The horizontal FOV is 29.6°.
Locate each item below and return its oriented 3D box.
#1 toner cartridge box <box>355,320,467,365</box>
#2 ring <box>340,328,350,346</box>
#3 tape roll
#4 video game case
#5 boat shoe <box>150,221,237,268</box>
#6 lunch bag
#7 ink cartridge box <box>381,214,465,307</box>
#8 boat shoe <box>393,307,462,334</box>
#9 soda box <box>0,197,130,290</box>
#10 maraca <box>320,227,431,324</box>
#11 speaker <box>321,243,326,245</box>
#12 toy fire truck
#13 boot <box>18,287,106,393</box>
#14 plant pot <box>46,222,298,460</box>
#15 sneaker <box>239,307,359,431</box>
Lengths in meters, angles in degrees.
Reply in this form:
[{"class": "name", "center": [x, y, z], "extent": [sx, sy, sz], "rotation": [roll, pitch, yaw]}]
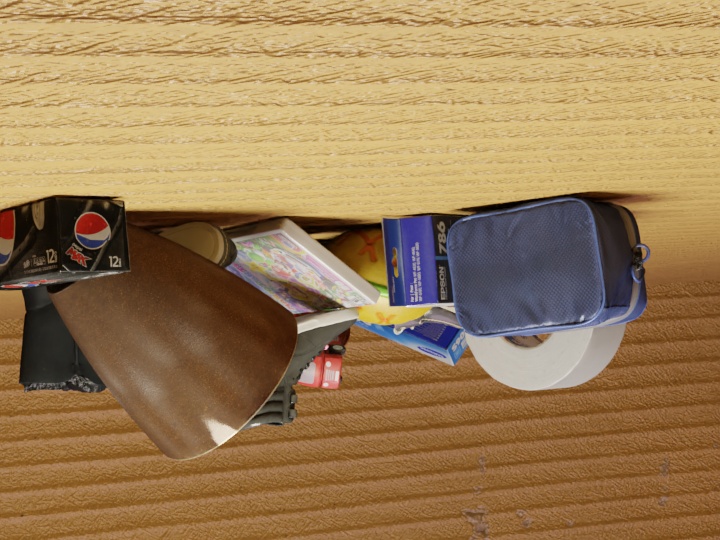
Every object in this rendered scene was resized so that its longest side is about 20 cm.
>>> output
[{"class": "toner cartridge box", "center": [0.059, 0.044, 1.772], "extent": [0.200, 0.095, 0.043], "rotation": [22, 156, 31]}, {"class": "ring", "center": [-0.112, 0.073, 1.836], "extent": [0.200, 0.019, 0.201], "rotation": [4, -150, -3]}, {"class": "tape roll", "center": [0.210, 0.038, 1.588], "extent": [0.200, 0.201, 0.066], "rotation": [-7, 175, 44]}, {"class": "video game case", "center": [-0.089, 0.000, 1.495], "extent": [0.143, 0.018, 0.200], "rotation": [38, 154, -27]}, {"class": "boat shoe", "center": [-0.221, -0.007, 1.421], "extent": [0.200, 0.073, 0.062], "rotation": [-11, 170, 22]}, {"class": "lunch bag", "center": [0.207, -0.003, 1.435], "extent": [0.200, 0.136, 0.132], "rotation": [-8, 175, 32]}, {"class": "ink cartridge box", "center": [0.101, -0.010, 1.507], "extent": [0.039, 0.100, 0.200], "rotation": [-7, 176, 39]}, {"class": "boat shoe", "center": [0.044, 0.043, 1.670], "extent": [0.200, 0.063, 0.073], "rotation": [19, -170, -16]}, {"class": "soda box", "center": [-0.284, -0.020, 1.197], "extent": [0.071, 0.063, 0.200], "rotation": [0, 174, -41]}, {"class": "maraca", "center": [0.000, 0.000, 1.559], "extent": [0.200, 0.107, 0.137], "rotation": [16, -170, 0]}, {"class": "speaker", "center": [-0.074, 0.007, 1.692], "extent": [0.200, 0.089, 0.088], "rotation": [-2, 176, -35]}, {"class": "toy fire truck", "center": [-0.095, 0.081, 1.745], "extent": [0.141, 0.049, 0.200], "rotation": [4, -155, -6]}, {"class": "boot", "center": [-0.306, 0.057, 1.587], "extent": [0.200, 0.168, 0.076], "rotation": [-2, 176, -36]}, {"class": "plant pot", "center": [-0.195, 0.047, 1.302], "extent": [0.200, 0.187, 0.187], "rotation": [44, 150, -26]}, {"class": "sneaker", "center": [-0.077, 0.109, 1.476], "extent": [0.200, 0.099, 0.071], "rotation": [-23, -176, -29]}]
